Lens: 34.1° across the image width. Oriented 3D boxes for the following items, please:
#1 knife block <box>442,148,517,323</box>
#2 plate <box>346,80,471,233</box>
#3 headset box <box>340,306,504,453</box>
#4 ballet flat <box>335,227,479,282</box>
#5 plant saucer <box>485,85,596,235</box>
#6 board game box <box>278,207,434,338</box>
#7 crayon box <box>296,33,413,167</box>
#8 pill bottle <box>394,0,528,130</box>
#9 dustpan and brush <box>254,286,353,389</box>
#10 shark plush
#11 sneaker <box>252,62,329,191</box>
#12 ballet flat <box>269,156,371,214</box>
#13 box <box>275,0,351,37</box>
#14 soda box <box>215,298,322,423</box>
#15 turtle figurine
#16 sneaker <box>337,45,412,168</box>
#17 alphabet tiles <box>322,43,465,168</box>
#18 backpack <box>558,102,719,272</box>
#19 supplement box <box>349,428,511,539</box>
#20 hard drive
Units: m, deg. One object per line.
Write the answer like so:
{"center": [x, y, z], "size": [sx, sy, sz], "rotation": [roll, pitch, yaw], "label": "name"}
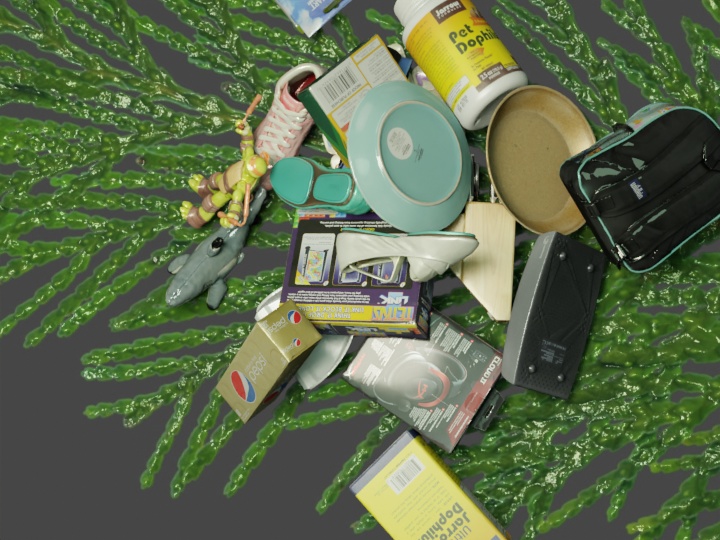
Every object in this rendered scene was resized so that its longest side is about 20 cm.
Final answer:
{"center": [0.187, -0.055, 1.577], "size": [0.175, 0.064, 0.200], "rotation": [-42, 80, 3], "label": "knife block"}
{"center": [0.071, -0.147, 1.496], "size": [0.198, 0.025, 0.203], "rotation": [8, 76, -33], "label": "plate"}
{"center": [0.096, 0.137, 1.565], "size": [0.199, 0.075, 0.150], "rotation": [33, 89, 9], "label": "headset box"}
{"center": [0.056, -0.016, 1.463], "size": [0.198, 0.069, 0.071], "rotation": [3, 84, 30], "label": "ballet flat"}
{"center": [0.235, -0.142, 1.554], "size": [0.198, 0.035, 0.203], "rotation": [6, 79, -32], "label": "plant saucer"}
{"center": [0.000, 0.000, 1.543], "size": [0.197, 0.057, 0.168], "rotation": [2, 70, 22], "label": "board game box"}
{"center": [0.025, -0.186, 1.535], "size": [0.125, 0.051, 0.201], "rotation": [-40, 103, -20], "label": "crayon box"}
{"center": [0.130, -0.297, 1.580], "size": [0.109, 0.109, 0.201], "rotation": [-35, 75, 3], "label": "pill bottle"}
{"center": [-0.035, 0.048, 1.595], "size": [0.199, 0.057, 0.140], "rotation": [-37, 77, -3], "label": "dustpan and brush"}
{"center": [-0.188, -0.024, 1.612], "size": [0.199, 0.083, 0.091], "rotation": [-38, 81, 2], "label": "shark plush"}
{"center": [-0.107, -0.200, 1.606], "size": [0.075, 0.105, 0.201], "rotation": [37, 96, 10], "label": "sneaker"}
{"center": [-0.044, -0.106, 1.543], "size": [0.199, 0.070, 0.068], "rotation": [17, 89, 53], "label": "ballet flat"}
{"center": [-0.087, -0.434, 1.657], "size": [0.122, 0.048, 0.201], "rotation": [-39, 81, 3], "label": "box"}
{"center": [-0.122, 0.121, 1.534], "size": [0.064, 0.200, 0.068], "rotation": [-35, 79, -35], "label": "soda box"}
{"center": [-0.172, -0.128, 1.592], "size": [0.160, 0.064, 0.203], "rotation": [-24, 54, 43], "label": "turtle figurine"}
{"center": [0.000, -0.214, 1.600], "size": [0.077, 0.070, 0.202], "rotation": [24, 79, 4], "label": "sneaker"}
{"center": [0.040, -0.210, 1.637], "size": [0.193, 0.015, 0.203], "rotation": [-17, 83, 5], "label": "alphabet tiles"}
{"center": [0.374, -0.117, 1.507], "size": [0.199, 0.153, 0.177], "rotation": [-34, 100, 5], "label": "backpack"}
{"center": [0.093, 0.317, 1.530], "size": [0.109, 0.109, 0.200], "rotation": [-43, 81, 1], "label": "supplement box"}
{"center": [0.250, 0.058, 1.533], "size": [0.042, 0.134, 0.203], "rotation": [13, 86, 47], "label": "hard drive"}
